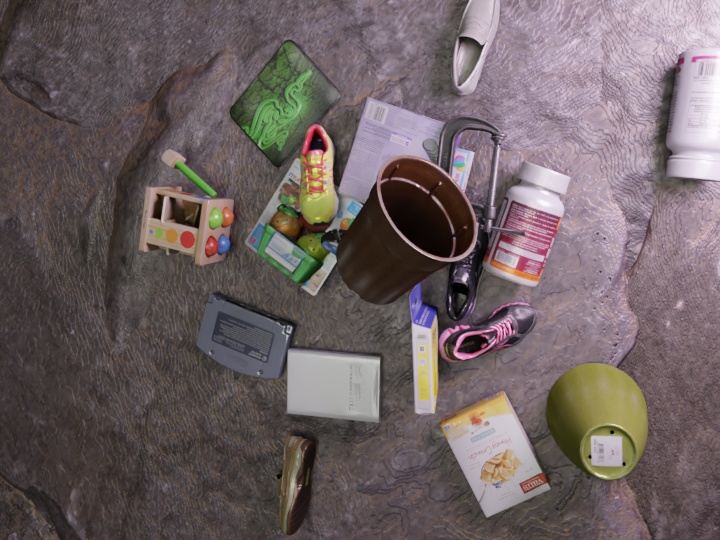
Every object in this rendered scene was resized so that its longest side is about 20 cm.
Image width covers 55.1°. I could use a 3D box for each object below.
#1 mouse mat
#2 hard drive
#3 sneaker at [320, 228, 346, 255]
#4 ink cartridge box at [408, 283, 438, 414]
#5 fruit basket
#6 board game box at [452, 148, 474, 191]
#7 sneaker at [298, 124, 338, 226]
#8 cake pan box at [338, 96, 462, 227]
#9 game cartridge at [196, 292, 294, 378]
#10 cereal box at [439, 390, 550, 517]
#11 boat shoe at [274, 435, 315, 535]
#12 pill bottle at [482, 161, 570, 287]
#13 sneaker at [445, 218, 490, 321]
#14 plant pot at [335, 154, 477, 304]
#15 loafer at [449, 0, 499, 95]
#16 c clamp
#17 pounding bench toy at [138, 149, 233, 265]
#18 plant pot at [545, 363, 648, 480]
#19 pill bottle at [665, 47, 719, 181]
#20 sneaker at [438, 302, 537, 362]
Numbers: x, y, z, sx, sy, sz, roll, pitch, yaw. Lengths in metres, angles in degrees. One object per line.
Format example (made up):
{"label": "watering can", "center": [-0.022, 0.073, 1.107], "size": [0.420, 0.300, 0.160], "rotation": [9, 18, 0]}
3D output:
{"label": "mouse mat", "center": [-0.153, -0.332, 1.374], "size": [0.161, 0.008, 0.200], "rotation": [46, 106, 5]}
{"label": "hard drive", "center": [-0.054, 0.233, 1.406], "size": [0.194, 0.026, 0.136], "rotation": [3, 97, 14]}
{"label": "sneaker", "center": [0.000, 0.000, 1.315], "size": [0.198, 0.079, 0.089], "rotation": [35, 112, -19]}
{"label": "ink cartridge box", "center": [0.121, 0.132, 1.262], "size": [0.046, 0.198, 0.206], "rotation": [1, 98, 10]}
{"label": "fruit basket", "center": [-0.109, -0.086, 1.349], "size": [0.183, 0.094, 0.202], "rotation": [35, 100, 8]}
{"label": "board game box", "center": [0.126, -0.139, 1.305], "size": [0.131, 0.034, 0.206], "rotation": [18, 101, 18]}
{"label": "sneaker", "center": [-0.085, -0.182, 1.291], "size": [0.076, 0.091, 0.205], "rotation": [-6, 66, 4]}
{"label": "cake pan box", "center": [0.068, -0.201, 1.276], "size": [0.196, 0.052, 0.189], "rotation": [21, 100, 17]}
{"label": "game cartridge", "center": [-0.242, 0.143, 1.439], "size": [0.195, 0.041, 0.137], "rotation": [20, 105, 11]}
{"label": "cereal box", "center": [0.260, 0.355, 1.335], "size": [0.142, 0.039, 0.204], "rotation": [-29, 89, 16]}
{"label": "boat shoe", "center": [-0.145, 0.444, 1.441], "size": [0.074, 0.071, 0.206], "rotation": [13, 93, 26]}
{"label": "pill bottle", "center": [0.299, -0.083, 1.237], "size": [0.107, 0.109, 0.205], "rotation": [20, 101, 10]}
{"label": "sneaker", "center": [0.199, -0.005, 1.282], "size": [0.074, 0.087, 0.206], "rotation": [8, 98, 13]}
{"label": "plant pot", "center": [0.063, -0.054, 1.178], "size": [0.201, 0.199, 0.198], "rotation": [49, 135, 4]}
{"label": "loafer", "center": [0.206, -0.419, 1.240], "size": [0.068, 0.070, 0.206], "rotation": [13, 100, 12]}
{"label": "c clamp", "center": [0.210, -0.166, 1.201], "size": [0.166, 0.027, 0.206], "rotation": [3, 99, 21]}
{"label": "pounding bench toy", "center": [-0.334, -0.128, 1.382], "size": [0.152, 0.124, 0.206], "rotation": [12, 99, 12]}
{"label": "plant pot", "center": [0.420, 0.282, 1.203], "size": [0.182, 0.200, 0.193], "rotation": [2, 98, 13]}
{"label": "pill bottle", "center": [0.572, -0.255, 1.146], "size": [0.110, 0.113, 0.206], "rotation": [8, 99, 13]}
{"label": "sneaker", "center": [0.243, 0.119, 1.269], "size": [0.196, 0.095, 0.081], "rotation": [-23, 89, -4]}
